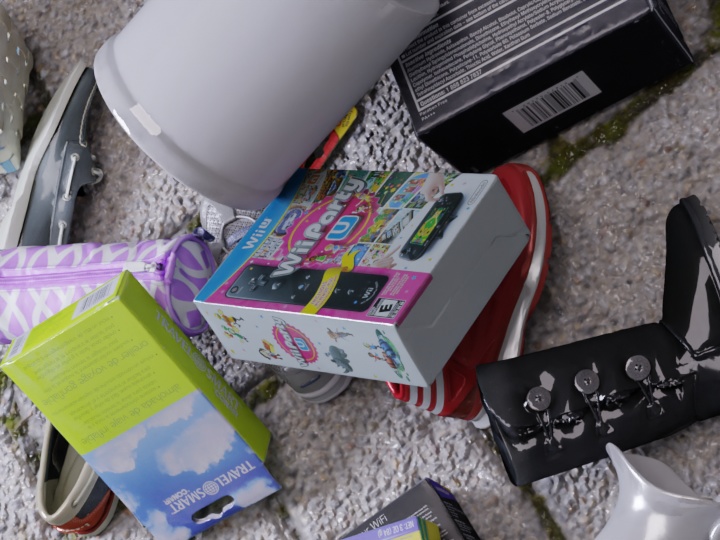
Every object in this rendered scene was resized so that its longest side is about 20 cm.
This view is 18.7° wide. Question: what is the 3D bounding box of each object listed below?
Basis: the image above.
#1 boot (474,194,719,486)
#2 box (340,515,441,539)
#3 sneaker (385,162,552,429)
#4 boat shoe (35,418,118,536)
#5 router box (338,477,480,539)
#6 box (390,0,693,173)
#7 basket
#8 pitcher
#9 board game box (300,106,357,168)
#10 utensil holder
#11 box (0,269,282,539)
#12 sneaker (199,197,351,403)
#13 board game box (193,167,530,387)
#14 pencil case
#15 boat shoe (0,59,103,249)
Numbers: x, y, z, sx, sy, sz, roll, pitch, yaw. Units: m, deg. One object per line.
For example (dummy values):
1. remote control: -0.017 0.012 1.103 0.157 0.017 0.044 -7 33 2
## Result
1. boot: 0.176 0.051 1.560 0.200 0.066 0.165 -20 68 8
2. box: 0.016 0.284 1.524 0.117 0.048 0.200 -20 69 17
3. sneaker: 0.068 0.008 1.598 0.078 0.115 0.200 -20 59 62
4. boat shoe: -0.215 0.109 1.727 0.071 0.063 0.200 2 74 25
5. router box: 0.016 0.272 1.584 0.200 0.052 0.157 -36 64 10
6. box: 0.115 -0.210 1.646 0.200 0.123 0.199 -27 67 15
7. basket: -0.383 -0.151 1.827 0.200 0.139 0.177 -8 61 13
8. pitcher: 0.204 0.236 1.463 0.171 0.121 0.200 19 88 45
9. board game box: -0.102 -0.140 1.774 0.200 0.030 0.096 34 89 25
10. utensil holder: -0.065 -0.169 1.572 0.200 0.170 0.170 -44 62 22
11. box: -0.161 0.108 1.650 0.122 0.200 0.048 -30 22 23
12. sneaker: -0.070 0.005 1.684 0.075 0.082 0.200 -36 64 9
13. board game box: 0.000 0.000 1.559 0.200 0.064 0.148 4 48 44
14. pencil case: -0.208 0.016 1.691 0.200 0.085 0.084 -6 76 25
15. boat shoe: -0.248 -0.076 1.808 0.062 0.073 0.200 22 73 -15
